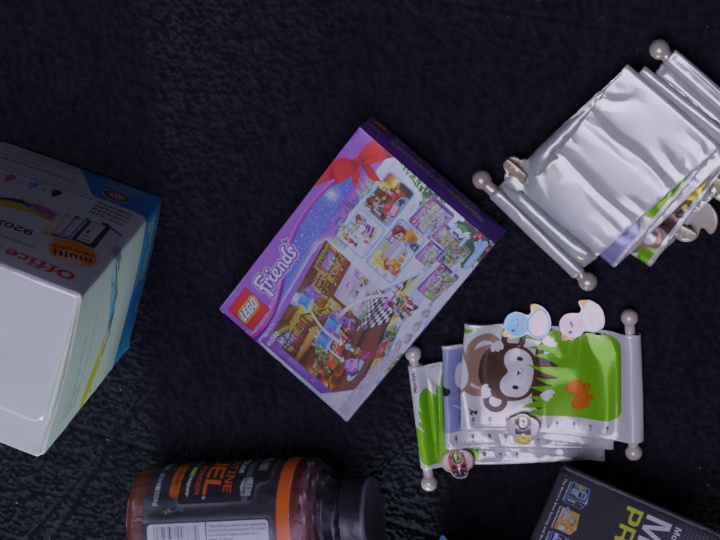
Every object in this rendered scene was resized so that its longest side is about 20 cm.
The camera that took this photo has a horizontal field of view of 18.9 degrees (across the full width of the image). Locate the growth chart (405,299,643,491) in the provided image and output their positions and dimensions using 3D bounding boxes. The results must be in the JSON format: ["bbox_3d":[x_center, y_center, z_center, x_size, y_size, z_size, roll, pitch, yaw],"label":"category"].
[{"bbox_3d":[0.130,0.097,1.703,0.198,0.018,0.146,-8,109,16],"label":"growth chart"}]

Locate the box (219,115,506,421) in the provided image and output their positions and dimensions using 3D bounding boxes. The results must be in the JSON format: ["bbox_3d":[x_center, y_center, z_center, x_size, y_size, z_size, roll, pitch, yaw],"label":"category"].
[{"bbox_3d":[0.000,0.000,1.674,0.137,0.039,0.200,41,116,3],"label":"box"}]

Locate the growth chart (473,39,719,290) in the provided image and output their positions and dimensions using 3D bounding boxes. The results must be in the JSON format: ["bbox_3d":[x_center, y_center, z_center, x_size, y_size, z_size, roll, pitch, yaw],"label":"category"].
[{"bbox_3d":[0.200,-0.072,1.605,0.200,0.018,0.145,-38,99,24],"label":"growth chart"}]

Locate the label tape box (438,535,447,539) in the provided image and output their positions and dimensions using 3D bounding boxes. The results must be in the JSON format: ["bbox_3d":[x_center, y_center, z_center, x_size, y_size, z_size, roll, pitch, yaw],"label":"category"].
[{"bbox_3d":[0.036,0.322,1.636,0.143,0.066,0.201,48,119,34],"label":"label tape box"}]

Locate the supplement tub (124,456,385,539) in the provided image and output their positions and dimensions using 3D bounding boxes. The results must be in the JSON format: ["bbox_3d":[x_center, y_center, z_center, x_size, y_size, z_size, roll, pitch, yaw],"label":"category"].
[{"bbox_3d":[-0.083,0.205,1.752,0.198,0.107,0.108,-5,111,15],"label":"supplement tub"}]

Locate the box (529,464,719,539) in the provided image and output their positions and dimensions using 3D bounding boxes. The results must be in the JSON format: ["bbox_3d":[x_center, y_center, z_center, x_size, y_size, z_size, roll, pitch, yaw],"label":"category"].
[{"bbox_3d":[0.188,0.272,1.659,0.159,0.044,0.201,23,82,12],"label":"box"}]

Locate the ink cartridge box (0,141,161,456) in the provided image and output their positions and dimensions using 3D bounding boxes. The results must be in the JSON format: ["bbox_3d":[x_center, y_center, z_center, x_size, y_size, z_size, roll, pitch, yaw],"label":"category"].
[{"bbox_3d":[-0.261,0.018,1.665,0.146,0.200,0.146,19,116,5],"label":"ink cartridge box"}]
